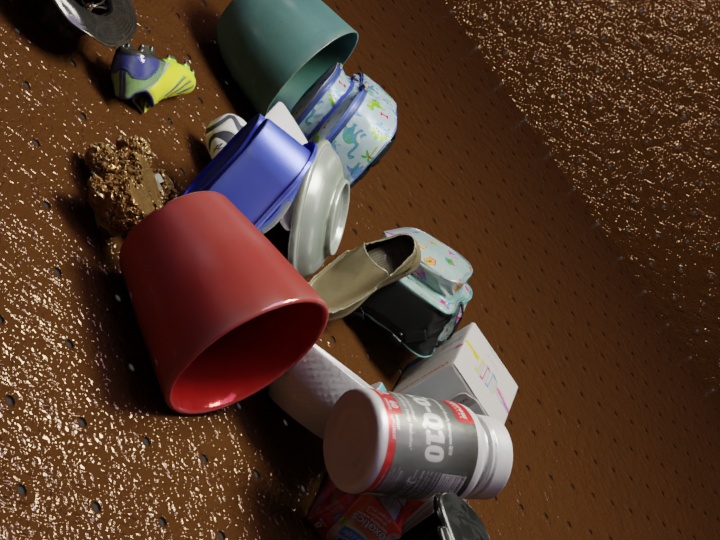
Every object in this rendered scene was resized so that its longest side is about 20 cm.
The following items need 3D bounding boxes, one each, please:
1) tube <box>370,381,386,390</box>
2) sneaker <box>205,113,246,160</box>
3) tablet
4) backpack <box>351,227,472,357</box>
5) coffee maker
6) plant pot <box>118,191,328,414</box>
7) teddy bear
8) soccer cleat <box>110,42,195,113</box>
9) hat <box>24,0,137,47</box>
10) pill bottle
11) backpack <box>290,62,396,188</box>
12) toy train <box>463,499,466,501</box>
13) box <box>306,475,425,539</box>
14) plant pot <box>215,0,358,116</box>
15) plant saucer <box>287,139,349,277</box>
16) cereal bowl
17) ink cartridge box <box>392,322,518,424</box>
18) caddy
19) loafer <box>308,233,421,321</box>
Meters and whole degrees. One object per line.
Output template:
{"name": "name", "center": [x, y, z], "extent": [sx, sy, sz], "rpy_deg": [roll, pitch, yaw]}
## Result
{"name": "tube", "center": [0.057, 0.249, 1.643], "extent": [0.202, 0.050, 0.077], "rpy_deg": [60, 29, -8]}
{"name": "sneaker", "center": [-0.138, -0.113, 1.675], "extent": [0.199, 0.079, 0.131], "rpy_deg": [46, 31, -42]}
{"name": "tablet", "center": [-0.105, -0.147, 1.664], "extent": [0.131, 0.014, 0.200], "rpy_deg": [59, 23, -16]}
{"name": "backpack", "center": [0.082, 0.025, 1.827], "extent": [0.174, 0.155, 0.200], "rpy_deg": [31, 10, 12]}
{"name": "coffee maker", "center": [0.055, 0.361, 1.273], "extent": [0.134, 0.199, 0.194], "rpy_deg": [7, 53, -61]}
{"name": "plant pot", "center": [-0.161, 0.026, 1.309], "extent": [0.178, 0.200, 0.200], "rpy_deg": [56, 20, 21]}
{"name": "teddy bear", "center": [-0.267, -0.089, 1.404], "extent": [0.145, 0.066, 0.201], "rpy_deg": [53, 14, -35]}
{"name": "soccer cleat", "center": [-0.277, -0.248, 1.605], "extent": [0.200, 0.064, 0.085], "rpy_deg": [-1, 102, -76]}
{"name": "hat", "center": [-0.371, -0.350, 1.499], "extent": [0.201, 0.080, 0.202], "rpy_deg": [45, 30, -35]}
{"name": "pill bottle", "center": [0.068, 0.199, 1.355], "extent": [0.198, 0.114, 0.115], "rpy_deg": [12, 45, -34]}
{"name": "backpack", "center": [-0.038, -0.211, 1.849], "extent": [0.146, 0.183, 0.200], "rpy_deg": [38, 14, -16]}
{"name": "toy train", "center": [0.107, 0.314, 1.490], "extent": [0.055, 0.152, 0.200], "rpy_deg": [18, 11, 7]}
{"name": "box", "center": [0.021, 0.267, 1.465], "extent": [0.100, 0.095, 0.200], "rpy_deg": [54, 23, -9]}
{"name": "plant pot", "center": [-0.128, -0.355, 1.877], "extent": [0.161, 0.201, 0.200], "rpy_deg": [47, 21, 6]}
{"name": "plant saucer", "center": [-0.051, -0.078, 1.674], "extent": [0.049, 0.203, 0.200], "rpy_deg": [11, 23, 8]}
{"name": "cereal bowl", "center": [-0.050, 0.144, 1.454], "extent": [0.199, 0.084, 0.200], "rpy_deg": [37, -2, 1]}
{"name": "ink cartridge box", "center": [0.133, 0.188, 1.765], "extent": [0.126, 0.128, 0.200], "rpy_deg": [54, 23, -5]}
{"name": "caddy", "center": [-0.137, -0.098, 1.499], "extent": [0.105, 0.200, 0.141], "rpy_deg": [43, 0, -17]}
{"name": "loafer", "center": [0.000, 0.000, 1.683], "extent": [0.076, 0.199, 0.068], "rpy_deg": [50, -22, 19]}
